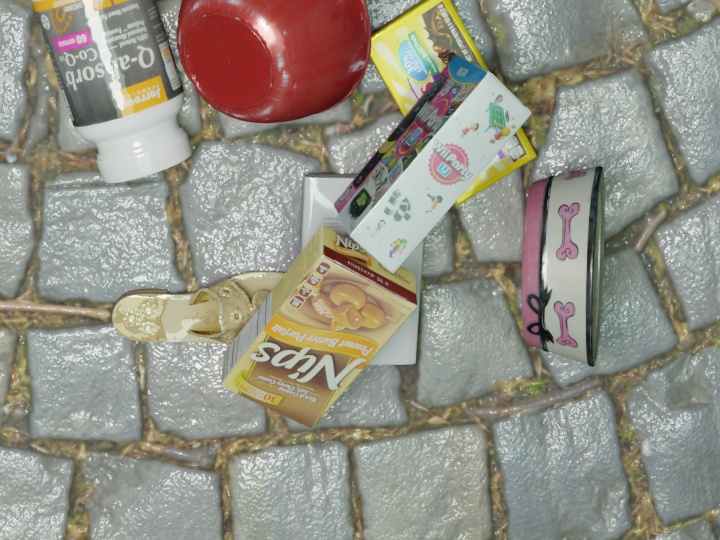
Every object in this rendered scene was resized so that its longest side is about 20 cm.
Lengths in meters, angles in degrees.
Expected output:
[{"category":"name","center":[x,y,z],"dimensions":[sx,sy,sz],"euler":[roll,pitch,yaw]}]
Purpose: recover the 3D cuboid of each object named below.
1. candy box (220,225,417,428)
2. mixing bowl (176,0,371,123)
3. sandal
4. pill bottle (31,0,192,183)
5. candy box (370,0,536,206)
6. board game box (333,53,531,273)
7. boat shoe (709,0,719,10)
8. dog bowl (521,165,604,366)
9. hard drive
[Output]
[{"category":"candy box","center":[-0.044,0.061,1.377],"dimensions":[0.115,0.056,0.200],"euler":[27,122,-20]},{"category":"mixing bowl","center":[-0.099,-0.217,1.288],"dimensions":[0.198,0.109,0.202],"euler":[14,126,20]},{"category":"sandal","center":[-0.155,0.050,1.423],"dimensions":[0.209,0.070,0.079],"euler":[-4,105,-4]},{"category":"pill bottle","center":[-0.237,-0.196,1.326],"dimensions":[0.115,0.116,0.202],"euler":[-17,106,0]},{"category":"candy box","center":[0.092,-0.177,1.408],"dimensions":[0.102,0.026,0.201],"euler":[-31,105,6]},{"category":"board game box","center":[0.065,-0.108,1.331],"dimensions":[0.064,0.148,0.200],"euler":[39,96,-16]},{"category":"boat shoe","center":[0.429,-0.335,1.379],"dimensions":[0.199,0.074,0.070],"euler":[-31,117,5]},{"category":"dog bowl","center":[0.207,-0.006,1.385],"dimensions":[0.073,0.200,0.203],"euler":[3,106,12]},{"category":"hard drive","center":[0.000,0.000,1.441],"dimensions":[0.130,0.025,0.203],"euler":[0,105,-12]}]
